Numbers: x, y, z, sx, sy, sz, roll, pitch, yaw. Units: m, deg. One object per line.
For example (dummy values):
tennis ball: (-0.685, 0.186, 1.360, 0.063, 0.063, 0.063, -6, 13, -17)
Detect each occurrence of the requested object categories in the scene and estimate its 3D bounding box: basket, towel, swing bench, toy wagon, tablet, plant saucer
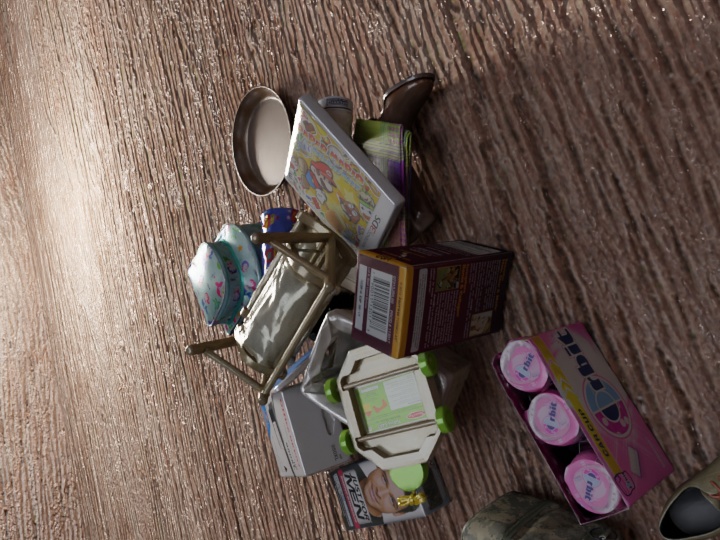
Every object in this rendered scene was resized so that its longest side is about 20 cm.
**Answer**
basket: (0.039, 0.150, 0.863, 0.199, 0.123, 0.136, 27, 105, 27)
towel: (0.030, -0.111, 0.876, 0.143, 0.023, 0.201, 28, 126, 56)
swing bench: (-0.108, 0.042, 0.862, 0.129, 0.200, 0.200, 33, 108, 4)
toy wagon: (0.041, 0.189, 0.770, 0.155, 0.039, 0.201, -21, 81, 29)
tablet: (-0.096, 0.152, 0.981, 0.014, 0.130, 0.200, 49, 162, 0)
plant saucer: (-0.178, -0.241, 1.154, 0.200, 0.032, 0.202, 8, 101, 47)

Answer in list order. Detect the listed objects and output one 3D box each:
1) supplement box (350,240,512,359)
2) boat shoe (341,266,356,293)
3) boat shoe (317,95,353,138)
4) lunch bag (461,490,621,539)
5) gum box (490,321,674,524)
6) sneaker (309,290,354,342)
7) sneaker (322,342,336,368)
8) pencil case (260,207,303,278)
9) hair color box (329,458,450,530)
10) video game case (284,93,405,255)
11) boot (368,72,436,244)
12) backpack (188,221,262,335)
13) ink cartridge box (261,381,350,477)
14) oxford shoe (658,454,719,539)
supplement box: (0.092, 0.029, 0.767, 0.085, 0.199, 0.111, 20, 110, 45)
boat shoe: (0.000, 0.000, 0.970, 0.200, 0.072, 0.069, 30, 96, 49)
boat shoe: (-0.042, -0.180, 0.928, 0.202, 0.074, 0.087, 137, 133, -75)
lunch bag: (0.226, 0.382, 0.716, 0.167, 0.139, 0.201, -1, 95, 49)
gum box: (0.242, 0.157, 0.684, 0.066, 0.113, 0.201, -46, 62, 41)
sneaker: (-0.061, 0.078, 1.016, 0.200, 0.104, 0.060, -32, 73, 46)
sneaker: (0.008, 0.176, 0.982, 0.200, 0.074, 0.088, 40, 119, 36)
pencil case: (-0.131, -0.012, 1.068, 0.078, 0.087, 0.201, -16, 65, 24)
hair color box: (0.041, 0.343, 0.976, 0.200, 0.060, 0.100, -34, 70, 44)
video game case: (-0.031, -0.117, 0.864, 0.200, 0.023, 0.182, 50, 153, 13)
boot: (0.074, -0.145, 0.862, 0.186, 0.064, 0.201, -39, 63, 58)
backpack: (-0.228, 0.006, 1.169, 0.200, 0.150, 0.178, -45, 62, 36)
ink cartridge box: (-0.100, 0.273, 1.060, 0.145, 0.084, 0.200, 71, 157, 12)
oxford shoe: (0.365, 0.203, 0.582, 0.071, 0.074, 0.201, 50, 129, 32)
